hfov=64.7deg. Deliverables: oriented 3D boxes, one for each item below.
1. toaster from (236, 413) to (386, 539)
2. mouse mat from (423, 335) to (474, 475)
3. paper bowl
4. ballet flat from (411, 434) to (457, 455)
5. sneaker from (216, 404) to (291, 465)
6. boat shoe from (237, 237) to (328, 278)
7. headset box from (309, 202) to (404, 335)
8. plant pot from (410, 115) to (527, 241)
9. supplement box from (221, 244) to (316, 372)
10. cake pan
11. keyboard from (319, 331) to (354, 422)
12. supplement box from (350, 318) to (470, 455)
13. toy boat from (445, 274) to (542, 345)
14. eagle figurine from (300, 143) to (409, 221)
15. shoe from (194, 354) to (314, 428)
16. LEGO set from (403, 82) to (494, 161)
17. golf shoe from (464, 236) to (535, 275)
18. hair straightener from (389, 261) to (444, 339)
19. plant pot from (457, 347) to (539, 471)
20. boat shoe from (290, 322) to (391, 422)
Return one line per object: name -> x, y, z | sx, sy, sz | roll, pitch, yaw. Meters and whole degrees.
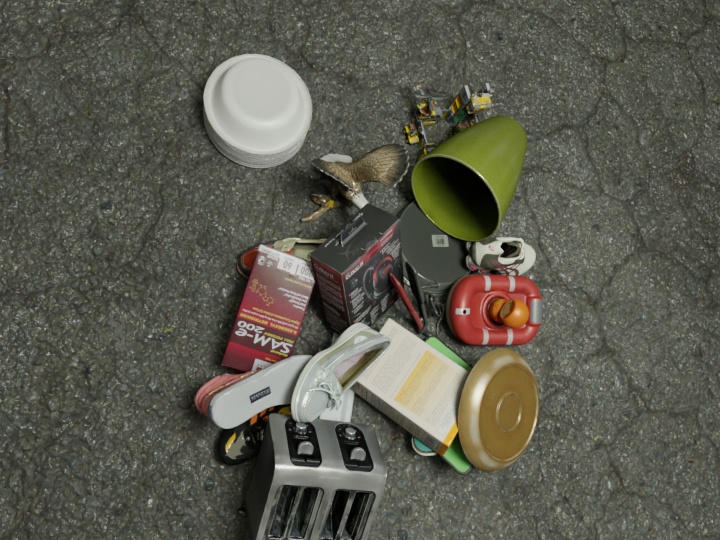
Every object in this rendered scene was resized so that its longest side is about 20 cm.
toaster -> -0.075, 0.332, 0.855 | 0.177, 0.119, 0.204 | 13, 105, -19
mouse mat -> 0.150, 0.226, 0.986 | 0.199, 0.008, 0.161 | 39, 69, 21
paper bowl -> -0.186, -0.300, 1.037 | 0.196, 0.104, 0.205 | 4, 75, -16
ballet flat -> 0.169, 0.259, 1.009 | 0.199, 0.069, 0.070 | -40, 88, -19
sneaker -> -0.140, 0.238, 0.909 | 0.198, 0.090, 0.071 | -29, 84, -22
boat shoe -> -0.118, -0.023, 1.003 | 0.195, 0.063, 0.073 | -3, 78, -16
headset box -> 0.000, 0.000, 0.948 | 0.074, 0.202, 0.149 | 28, 57, 30
plant pot -> 0.223, -0.192, 1.050 | 0.187, 0.187, 0.200 | 42, 64, -1
supplement box -> -0.148, 0.070, 0.939 | 0.107, 0.061, 0.204 | 18, 90, -10
cake pan -> 0.146, -0.055, 1.103 | 0.196, 0.037, 0.205 | 4, 74, -16
keyboard -> -0.035, 0.201, 0.995 | 0.055, 0.011, 0.204 | 12, 72, -8
supplement box -> 0.092, 0.194, 0.958 | 0.198, 0.074, 0.127 | 33, 66, 16
toy boat -> 0.258, 0.075, 1.041 | 0.195, 0.130, 0.134 | 1, 90, -16
eagle figurine -> -0.014, -0.160, 0.994 | 0.149, 0.200, 0.154 | 28, 66, -4
shoe -> -0.155, 0.177, 0.880 | 0.197, 0.090, 0.073 | -18, 103, -35
LEGO set -> 0.196, -0.295, 1.139 | 0.195, 0.116, 0.157 | -3, 76, -17
golf shoe -> 0.289, -0.027, 1.094 | 0.197, 0.087, 0.079 | -1, 81, -39
hair straightener -> 0.117, 0.055, 1.006 | 0.076, 0.041, 0.201 | -35, 130, -6
plant pot -> 0.237, 0.231, 0.936 | 0.197, 0.027, 0.205 | -1, 92, -37
boat shoe -> -0.030, 0.158, 0.877 | 0.201, 0.064, 0.076 | -40, 133, -40
